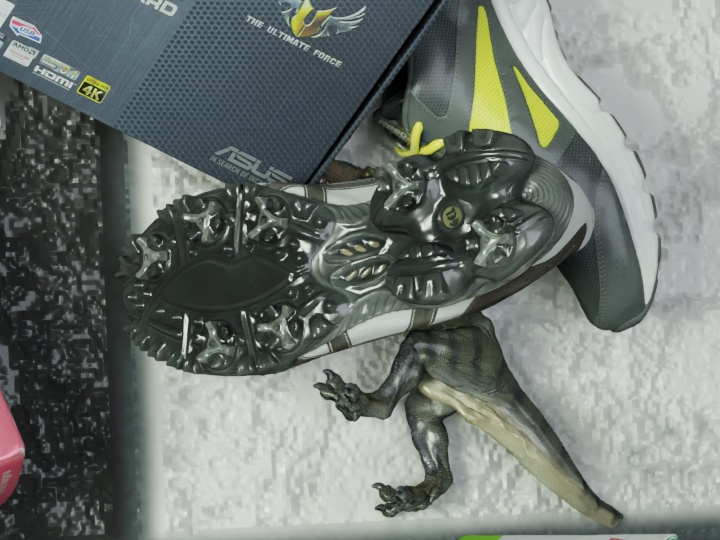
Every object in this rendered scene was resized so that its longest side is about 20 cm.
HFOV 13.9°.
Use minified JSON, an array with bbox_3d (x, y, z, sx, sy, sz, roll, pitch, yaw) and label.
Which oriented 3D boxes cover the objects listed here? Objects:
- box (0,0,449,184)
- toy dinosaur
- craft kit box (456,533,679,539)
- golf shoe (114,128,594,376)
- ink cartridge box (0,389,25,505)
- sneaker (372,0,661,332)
[{"bbox_3d":[-0.071,-0.129,1.135,0.199,0.158,0.051,26,33,-18],"label":"box"},{"bbox_3d":[0.031,0.049,1.214,0.088,0.047,0.200,-40,103,-26],"label":"toy dinosaur"},{"bbox_3d":[0.114,0.196,1.150,0.048,0.197,0.201,-34,98,-23],"label":"craft kit box"},{"bbox_3d":[0.000,0.000,1.156,0.094,0.199,0.078,8,74,-59],"label":"golf shoe"},{"bbox_3d":[-0.243,0.049,1.072,0.199,0.083,0.147,-21,79,-21],"label":"ink cartridge box"},{"bbox_3d":[0.052,-0.058,1.223,0.084,0.074,0.201,-27,86,-15],"label":"sneaker"}]
